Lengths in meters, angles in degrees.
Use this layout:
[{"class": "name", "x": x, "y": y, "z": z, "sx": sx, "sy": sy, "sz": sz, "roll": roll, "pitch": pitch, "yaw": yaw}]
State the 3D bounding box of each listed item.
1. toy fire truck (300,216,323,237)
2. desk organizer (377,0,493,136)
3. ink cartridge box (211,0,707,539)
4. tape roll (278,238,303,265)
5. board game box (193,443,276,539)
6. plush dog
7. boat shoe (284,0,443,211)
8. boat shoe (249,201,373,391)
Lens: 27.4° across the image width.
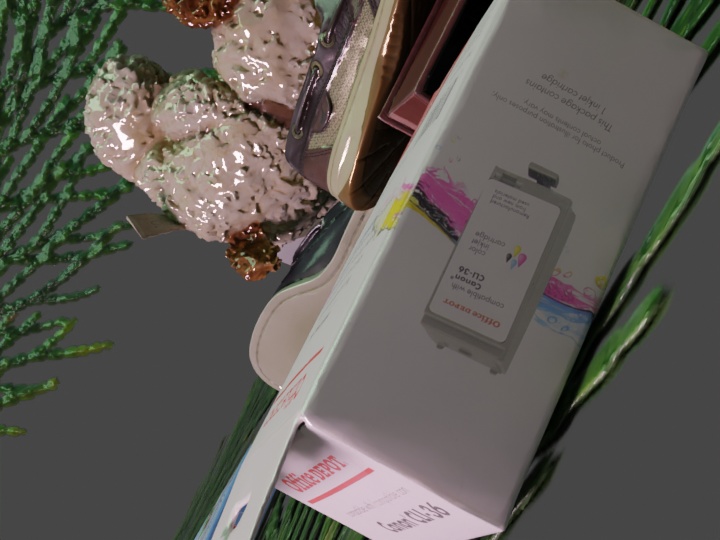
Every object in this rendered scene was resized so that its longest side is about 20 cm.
[{"class": "toy fire truck", "x": 0.015, "y": -0.102, "z": 1.091, "sx": 0.176, "sy": 0.128, "sz": 0.201, "roll": 122, "pitch": 162, "yaw": -49}, {"class": "desk organizer", "x": 0.088, "y": -0.147, "z": 0.684, "sx": 0.201, "sy": 0.071, "sz": 0.077, "roll": -64, "pitch": 7, "yaw": -5}, {"class": "ink cartridge box", "x": 0.024, "y": 0.019, "z": 0.460, "sx": 0.201, "sy": 0.067, "sz": 0.116, "roll": -63, "pitch": 3, "yaw": -18}, {"class": "tape roll", "x": -0.081, "y": -0.077, "z": 1.456, "sx": 0.071, "sy": 0.202, "sz": 0.203, "roll": -62, "pitch": 4, "yaw": 16}, {"class": "board game box", "x": -0.124, "y": 0.244, "z": 1.121, "sx": 0.200, "sy": 0.036, "sz": 0.152, "roll": -58, "pitch": 6, "yaw": 48}, {"class": "plush dog", "x": -0.055, "y": -0.103, "z": 0.902, "sx": 0.161, "sy": 0.199, "sz": 0.172, "roll": -114, "pitch": 42, "yaw": -57}, {"class": "boat shoe", "x": 0.007, "y": -0.132, "z": 0.733, "sx": 0.073, "sy": 0.065, "sz": 0.201, "roll": -8, "pitch": -62, "yaw": -64}, {"class": "boat shoe", "x": -0.002, "y": -0.001, "z": 0.876, "sx": 0.200, "sy": 0.074, "sz": 0.066, "roll": -59, "pitch": 3, "yaw": 41}]
